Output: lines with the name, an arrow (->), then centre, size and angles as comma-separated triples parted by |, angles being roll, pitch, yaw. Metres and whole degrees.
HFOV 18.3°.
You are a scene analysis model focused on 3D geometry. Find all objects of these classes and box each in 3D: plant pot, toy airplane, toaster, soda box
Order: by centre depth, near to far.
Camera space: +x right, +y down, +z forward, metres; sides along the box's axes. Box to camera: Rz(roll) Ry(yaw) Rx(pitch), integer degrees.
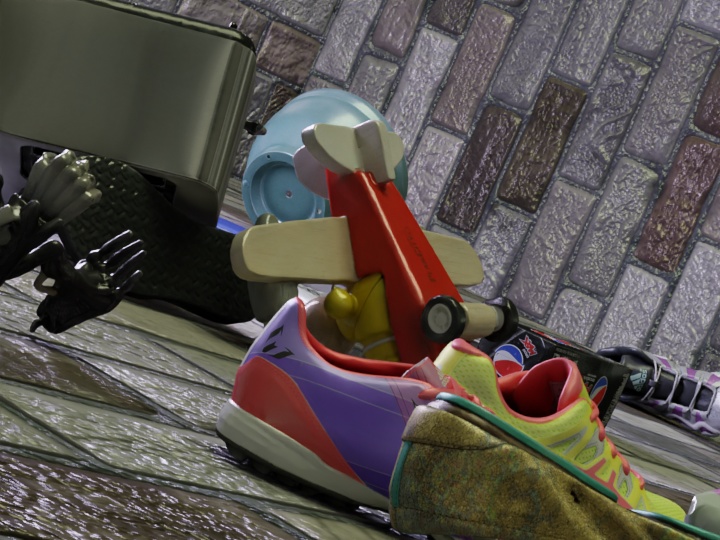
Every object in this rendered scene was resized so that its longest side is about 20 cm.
toaster -> -0.160, -0.099, 1.490 | 0.199, 0.119, 0.181 | 14, -17, -5
toy airplane -> 0.000, 0.000, 1.492 | 0.200, 0.141, 0.200 | 37, 31, -17
soda box -> 0.163, 0.090, 1.938 | 0.071, 0.064, 0.200 | 25, 2, 27
plant pot -> -0.061, -0.106, 2.707 | 0.200, 0.201, 0.134 | 25, 30, 22

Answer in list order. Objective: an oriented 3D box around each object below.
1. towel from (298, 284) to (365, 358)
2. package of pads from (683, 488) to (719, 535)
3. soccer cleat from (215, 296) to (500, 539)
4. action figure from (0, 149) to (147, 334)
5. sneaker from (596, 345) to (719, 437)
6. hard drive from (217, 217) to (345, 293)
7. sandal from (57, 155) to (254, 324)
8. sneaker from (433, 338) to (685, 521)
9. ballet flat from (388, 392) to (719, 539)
towel -> 0.009, 0.048, 1.733 | 0.192, 0.035, 0.200 | 22, 3, -36
package of pads -> 0.251, 0.147, 1.027 | 0.199, 0.069, 0.154 | -5, 25, -42
soccer cleat -> 0.039, 0.081, 0.971 | 0.199, 0.074, 0.068 | 24, 3, -3
action figure -> -0.175, -0.029, 0.976 | 0.119, 0.102, 0.200 | 37, 6, 21
sneaker -> 0.346, 0.136, 2.597 | 0.199, 0.078, 0.140 | 14, -3, 43
hard drive -> -0.076, -0.009, 2.182 | 0.199, 0.025, 0.132 | 24, 3, -9
sandal -> -0.137, -0.011, 1.423 | 0.048, 0.076, 0.200 | -5, -24, 36
sneaker -> 0.099, 0.092, 1.101 | 0.199, 0.091, 0.078 | 24, 1, -38
ballet flat -> 0.097, 0.116, 0.892 | 0.199, 0.071, 0.071 | 27, 2, -18
